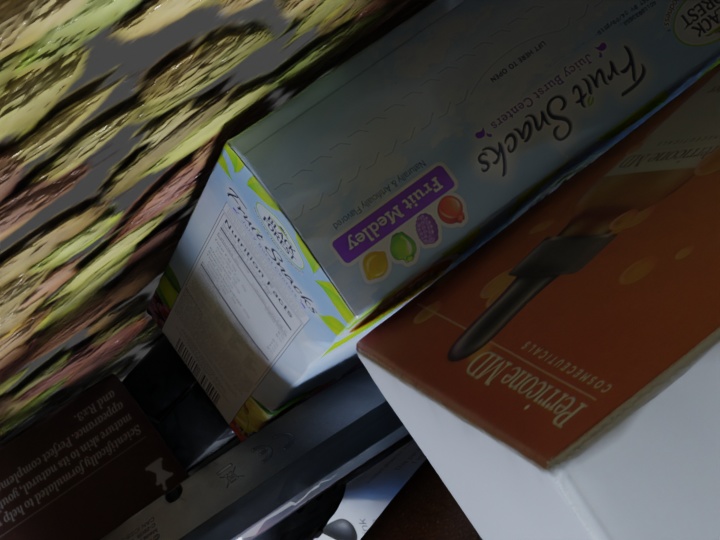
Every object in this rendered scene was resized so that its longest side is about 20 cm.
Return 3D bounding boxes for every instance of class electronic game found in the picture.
[{"bbox_3d":[-0.039,0.086,0.789,0.200,0.042,0.200,-33,175,-3],"label":"electronic game"}]

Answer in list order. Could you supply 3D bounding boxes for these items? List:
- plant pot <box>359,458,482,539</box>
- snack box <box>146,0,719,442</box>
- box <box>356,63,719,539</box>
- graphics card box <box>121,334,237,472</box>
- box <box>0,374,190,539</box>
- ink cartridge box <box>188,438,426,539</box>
[{"bbox_3d":[0.099,0.088,0.774,0.200,0.186,0.187,-61,178,-6],"label":"plant pot"},{"bbox_3d":[0.025,-0.032,0.736,0.168,0.068,0.200,-36,174,-17],"label":"snack box"},{"bbox_3d":[0.123,0.014,0.603,0.200,0.107,0.152,-37,-162,-9],"label":"box"},{"bbox_3d":[0.000,0.000,0.958,0.200,0.051,0.125,-33,174,-35],"label":"graphics card box"},{"bbox_3d":[-0.144,0.124,0.953,0.100,0.075,0.200,-34,176,-30],"label":"box"},{"bbox_3d":[0.009,0.134,0.961,0.199,0.145,0.084,-3,-156,42],"label":"ink cartridge box"}]
